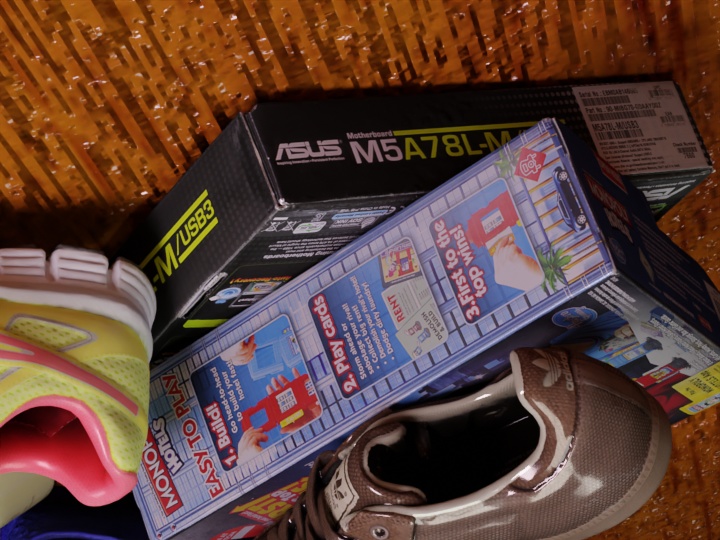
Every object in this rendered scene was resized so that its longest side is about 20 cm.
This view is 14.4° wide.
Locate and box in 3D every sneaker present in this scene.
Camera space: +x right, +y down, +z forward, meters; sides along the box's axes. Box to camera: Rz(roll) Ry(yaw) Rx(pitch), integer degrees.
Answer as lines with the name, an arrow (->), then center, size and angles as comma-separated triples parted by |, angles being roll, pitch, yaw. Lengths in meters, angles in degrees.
sneaker -> 0.004, 0.080, 0.951 | 0.200, 0.071, 0.076 | -33, 137, 22
sneaker -> -0.154, 0.038, 0.919 | 0.200, 0.090, 0.078 | 2, 152, -25

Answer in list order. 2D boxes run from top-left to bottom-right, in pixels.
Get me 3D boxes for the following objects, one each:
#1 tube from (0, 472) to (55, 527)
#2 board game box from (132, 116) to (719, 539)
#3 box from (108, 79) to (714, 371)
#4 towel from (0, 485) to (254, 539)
tube -> -0.196, 0.109, 1.024 | 0.200, 0.052, 0.058 | -35, 166, -37
board game box -> 0.022, 0.039, 1.018 | 0.200, 0.062, 0.200 | -26, 159, 14
box -> 0.000, 0.000, 1.053 | 0.200, 0.048, 0.193 | -6, 157, -35
towel -> -0.070, 0.122, 1.129 | 0.147, 0.050, 0.200 | 7, 180, -9
